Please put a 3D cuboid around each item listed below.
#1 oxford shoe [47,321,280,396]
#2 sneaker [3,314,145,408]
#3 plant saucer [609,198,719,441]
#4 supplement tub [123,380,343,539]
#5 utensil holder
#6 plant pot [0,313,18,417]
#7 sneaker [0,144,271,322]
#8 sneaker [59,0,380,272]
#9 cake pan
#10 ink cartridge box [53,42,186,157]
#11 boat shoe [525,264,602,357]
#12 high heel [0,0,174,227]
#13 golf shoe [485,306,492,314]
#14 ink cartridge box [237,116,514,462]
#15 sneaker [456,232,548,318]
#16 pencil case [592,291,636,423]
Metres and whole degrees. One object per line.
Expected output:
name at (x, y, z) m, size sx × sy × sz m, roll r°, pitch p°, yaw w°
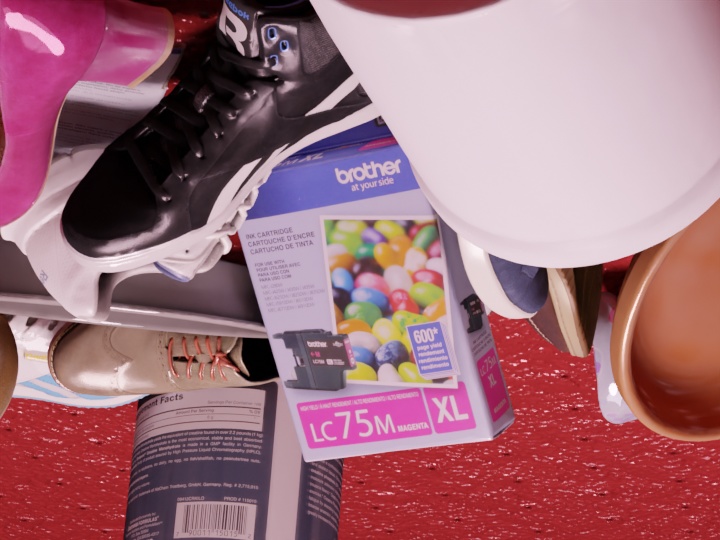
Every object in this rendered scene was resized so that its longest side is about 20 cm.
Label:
oxford shoe at (-0.096, 0.041, 1.428) m, size 0.200 × 0.071 × 0.075 m, roll -14°, pitch -163°, yaw 1°
sneaker at (-0.201, 0.039, 1.490) m, size 0.200 × 0.077 × 0.081 m, roll -3°, pitch 151°, yaw 10°
plant saucer at (0.215, 0.003, 1.272) m, size 0.200 × 0.037 × 0.200 m, roll -19°, pitch 133°, yaw -22°
supplement tub at (-0.081, 0.134, 1.527) m, size 0.140 × 0.200 × 0.140 m, roll 4°, pitch 156°, yaw 2°
utensil holder at (0.069, -0.120, 0.981) m, size 0.170 × 0.170 × 0.200 m, roll -6°, pitch 152°, yaw 21°
plant pot at (-0.306, 0.049, 1.400) m, size 0.200 × 0.200 × 0.028 m, roll 5°, pitch 133°, yaw -3°
sneaker at (-0.084, -0.044, 1.206) m, size 0.200 × 0.087 × 0.075 m, roll -31°, pitch 164°, yaw -1°
sneaker at (-0.070, -0.089, 1.115) m, size 0.200 × 0.073 × 0.112 m, roll -34°, pitch 149°, yaw -9°
cake pan at (-0.140, 0.010, 1.316) m, size 0.200 × 0.037 × 0.200 m, roll 6°, pitch 175°, yaw 0°
ink cartridge box at (-0.207, -0.101, 1.214) m, size 0.199 × 0.041 × 0.200 m, roll 9°, pitch 155°, yaw -17°
boat shoe at (0.091, -0.015, 1.335) m, size 0.072 × 0.072 × 0.200 m, roll 3°, pitch 153°, yaw 21°
high heel at (-0.182, -0.077, 1.121) m, size 0.096 × 0.067 × 0.200 m, roll 10°, pitch 151°, yaw -41°
golf shoe at (0.013, 0.021, 1.379) m, size 0.078 × 0.095 × 0.200 m, roll -18°, pitch 157°, yaw 37°
ink cartridge box at (0.000, 0.000, 1.249) m, size 0.119 × 0.200 × 0.042 m, roll -9°, pitch -169°, yaw 28°
sneaker at (0.087, -0.055, 1.179) m, size 0.084 × 0.075 × 0.200 m, roll -8°, pitch 133°, yaw 13°
pencil case at (0.239, 0.048, 1.425) m, size 0.200 × 0.083 × 0.091 m, roll -4°, pitch -174°, yaw 17°
